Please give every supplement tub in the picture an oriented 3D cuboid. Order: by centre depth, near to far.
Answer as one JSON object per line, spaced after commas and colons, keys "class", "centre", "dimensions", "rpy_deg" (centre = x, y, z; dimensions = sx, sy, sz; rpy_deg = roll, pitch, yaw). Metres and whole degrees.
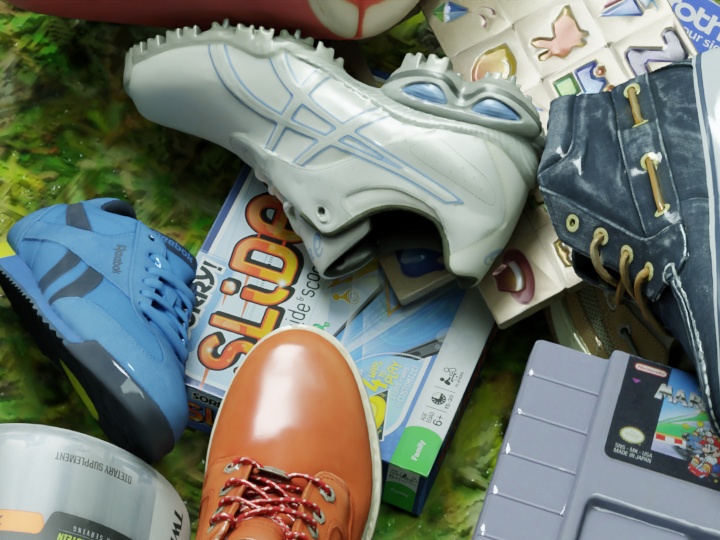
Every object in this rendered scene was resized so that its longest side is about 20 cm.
{"class": "supplement tub", "centre": [-0.135, 0.171, 1.111], "dimensions": [0.122, 0.123, 0.201], "rpy_deg": [7, 54, -1]}

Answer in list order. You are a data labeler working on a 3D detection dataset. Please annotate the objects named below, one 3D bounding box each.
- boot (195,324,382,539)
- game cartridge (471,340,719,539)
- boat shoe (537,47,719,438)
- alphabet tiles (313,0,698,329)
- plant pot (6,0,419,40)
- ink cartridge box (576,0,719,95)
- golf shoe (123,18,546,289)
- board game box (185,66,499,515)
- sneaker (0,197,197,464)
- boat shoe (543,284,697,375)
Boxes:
{"class": "boot", "centre": [-0.032, 0.102, 1.162], "dimensions": [0.074, 0.107, 0.201], "rpy_deg": [6, 64, 3]}
{"class": "game cartridge", "centre": [0.148, 0.105, 1.150], "dimensions": [0.199, 0.038, 0.130], "rpy_deg": [17, 55, 4]}
{"class": "boat shoe", "centre": [0.125, -0.001, 1.191], "dimensions": [0.090, 0.071, 0.201], "rpy_deg": [-14, 47, 15]}
{"class": "alphabet tiles", "centre": [0.066, -0.075, 1.296], "dimensions": [0.166, 0.008, 0.201], "rpy_deg": [-28, 59, 3]}
{"class": "plant pot", "centre": [-0.058, -0.192, 1.305], "dimensions": [0.176, 0.201, 0.201], "rpy_deg": [17, 52, 29]}
{"class": "ink cartridge box", "centre": [0.194, -0.048, 1.331], "dimensions": [0.199, 0.044, 0.094], "rpy_deg": [30, 56, 2]}
{"class": "golf shoe", "centre": [-0.022, -0.049, 1.266], "dimensions": [0.199, 0.078, 0.098], "rpy_deg": [11, 76, 23]}
{"class": "board game box", "centre": [0.000, 0.000, 1.302], "dimensions": [0.135, 0.035, 0.201], "rpy_deg": [19, 54, 7]}
{"class": "sneaker", "centre": [-0.098, 0.014, 1.209], "dimensions": [0.078, 0.066, 0.200], "rpy_deg": [-29, 26, -9]}
{"class": "boat shoe", "centre": [0.136, 0.037, 1.255], "dimensions": [0.071, 0.076, 0.201], "rpy_deg": [4, 56, -35]}
